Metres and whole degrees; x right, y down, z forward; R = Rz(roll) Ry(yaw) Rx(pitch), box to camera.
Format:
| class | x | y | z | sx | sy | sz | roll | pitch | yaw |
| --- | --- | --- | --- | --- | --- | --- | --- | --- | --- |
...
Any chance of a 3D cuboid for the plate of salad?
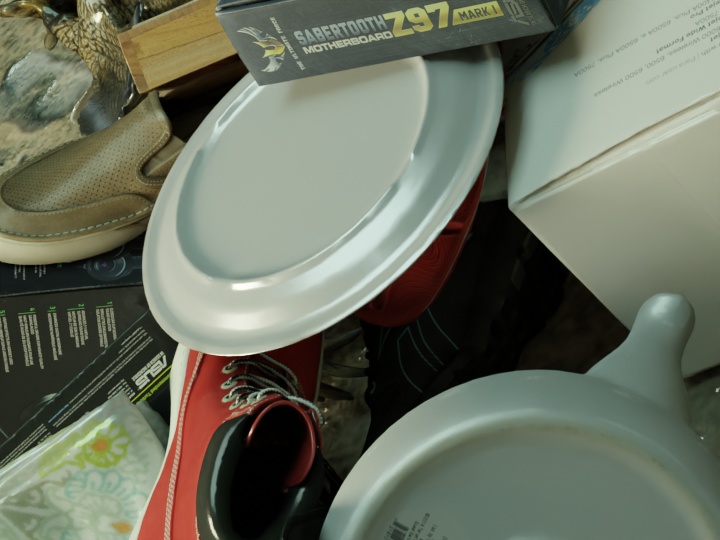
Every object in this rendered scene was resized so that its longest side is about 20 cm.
| class | x | y | z | sx | sy | sz | roll | pitch | yaw |
| --- | --- | --- | --- | --- | --- | --- | --- | --- | --- |
| plate of salad | -0.015 | -0.041 | 1.048 | 0.199 | 0.048 | 0.201 | -25 | 42 | 25 |

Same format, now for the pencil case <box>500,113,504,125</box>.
| class | x | y | z | sx | sy | sz | roll | pitch | yaw |
| --- | --- | --- | --- | --- | --- | --- | --- | --- | --- |
| pencil case | -0.004 | -0.092 | 1.297 | 0.199 | 0.087 | 0.088 | -21 | 44 | 35 |

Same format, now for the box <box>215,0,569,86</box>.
| class | x | y | z | sx | sy | sz | roll | pitch | yaw |
| --- | --- | --- | --- | --- | --- | --- | --- | --- | --- |
| box | 0.036 | -0.178 | 1.071 | 0.157 | 0.051 | 0.201 | -8 | 41 | 31 |

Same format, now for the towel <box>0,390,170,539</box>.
| class | x | y | z | sx | sy | sz | roll | pitch | yaw |
| --- | --- | --- | --- | --- | --- | --- | --- | --- | --- |
| towel | -0.126 | 0.181 | 1.098 | 0.171 | 0.201 | 0.048 | -33 | -6 | 14 |

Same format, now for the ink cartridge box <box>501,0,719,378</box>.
| class | x | y | z | sx | sy | sz | roll | pitch | yaw |
| --- | --- | --- | --- | --- | --- | --- | --- | --- | --- |
| ink cartridge box | 0.160 | -0.087 | 1.054 | 0.144 | 0.147 | 0.201 | -28 | 39 | 27 |

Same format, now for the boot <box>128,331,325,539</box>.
| class | x | y | z | sx | sy | sz | roll | pitch | yaw |
| --- | --- | --- | --- | --- | --- | --- | --- | --- | --- |
| boot | -0.040 | 0.055 | 1.030 | 0.144 | 0.072 | 0.201 | -49 | 21 | 55 |

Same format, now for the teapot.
| class | x | y | z | sx | sy | sz | roll | pitch | yaw |
| --- | --- | --- | --- | --- | --- | --- | --- | --- | --- |
| teapot | 0.072 | 0.134 | 0.952 | 0.199 | 0.198 | 0.146 | -18 | 2 | 5 |

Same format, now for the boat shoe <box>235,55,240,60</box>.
| class | x | y | z | sx | sy | sz | roll | pitch | yaw |
| --- | --- | --- | --- | --- | --- | --- | --- | --- | --- |
| boat shoe | -0.102 | -0.076 | 1.412 | 0.200 | 0.072 | 0.068 | -55 | 34 | 2 |

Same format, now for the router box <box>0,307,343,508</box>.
| class | x | y | z | sx | sy | sz | roll | pitch | yaw |
| --- | --- | --- | --- | --- | --- | --- | --- | --- | --- |
| router box | -0.114 | 0.133 | 1.152 | 0.200 | 0.150 | 0.062 | -41 | -6 | 12 |

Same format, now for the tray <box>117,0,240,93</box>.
| class | x | y | z | sx | sy | sz | roll | pitch | yaw |
| --- | --- | --- | --- | --- | --- | --- | --- | --- | --- |
| tray | -0.054 | -0.134 | 1.258 | 0.098 | 0.037 | 0.200 | -21 | 1 | 13 |

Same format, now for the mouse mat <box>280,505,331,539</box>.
| class | x | y | z | sx | sy | sz | roll | pitch | yaw |
| --- | --- | --- | --- | --- | --- | --- | --- | --- | --- |
| mouse mat | -0.023 | 0.179 | 0.965 | 0.007 | 0.200 | 0.162 | 5 | 87 | 7 |

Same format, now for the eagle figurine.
| class | x | y | z | sx | sy | sz | roll | pitch | yaw |
| --- | --- | --- | --- | --- | --- | --- | --- | --- | --- |
| eagle figurine | -0.141 | -0.153 | 1.465 | 0.200 | 0.151 | 0.152 | 25 | 97 | 41 |

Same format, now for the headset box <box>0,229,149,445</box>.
| class | x | y | z | sx | sy | sz | roll | pitch | yaw |
| --- | --- | --- | --- | --- | --- | --- | --- | --- | --- |
| headset box | -0.190 | 0.047 | 1.239 | 0.199 | 0.175 | 0.093 | -5 | 42 | -3 |

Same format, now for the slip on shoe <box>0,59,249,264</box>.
| class | x | y | z | sx | sy | sz | roll | pitch | yaw |
| --- | --- | --- | --- | --- | --- | --- | --- | --- | --- |
| slip on shoe | -0.104 | -0.063 | 1.178 | 0.199 | 0.061 | 0.076 | -15 | 44 | -7 |

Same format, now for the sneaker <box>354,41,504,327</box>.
| class | x | y | z | sx | sy | sz | roll | pitch | yaw |
| --- | --- | --- | --- | --- | --- | --- | --- | --- | --- |
| sneaker | 0.046 | -0.061 | 1.133 | 0.078 | 0.115 | 0.201 | 10 | 80 | 23 |

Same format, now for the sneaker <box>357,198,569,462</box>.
| class | x | y | z | sx | sy | sz | roll | pitch | yaw |
| --- | --- | --- | --- | --- | --- | --- | --- | --- | --- |
| sneaker | 0.035 | 0.046 | 1.127 | 0.079 | 0.076 | 0.200 | 9 | 53 | 30 |

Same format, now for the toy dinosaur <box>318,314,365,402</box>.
| class | x | y | z | sx | sy | sz | roll | pitch | yaw |
| --- | --- | --- | --- | --- | --- | --- | --- | --- | --- |
| toy dinosaur | 0.000 | 0.000 | 1.217 | 0.199 | 0.086 | 0.136 | -23 | 50 | 11 |
